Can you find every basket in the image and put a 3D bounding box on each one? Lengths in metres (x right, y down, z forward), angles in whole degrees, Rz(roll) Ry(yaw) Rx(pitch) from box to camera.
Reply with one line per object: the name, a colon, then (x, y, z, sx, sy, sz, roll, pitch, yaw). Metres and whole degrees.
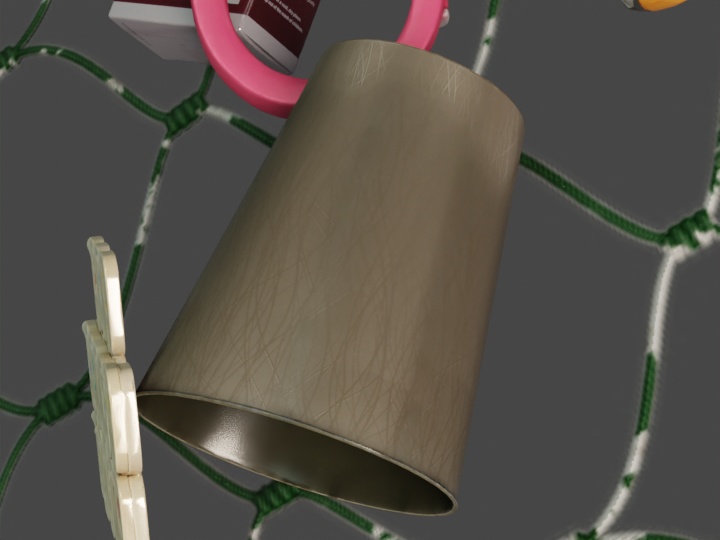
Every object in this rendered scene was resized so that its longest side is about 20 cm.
basket: (0.000, 0.000, 0.994, 0.179, 0.136, 0.201, 10, 71, 33)

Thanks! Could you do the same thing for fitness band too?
fitness band: (-0.027, -0.180, 1.106, 0.142, 0.037, 0.202, -9, 76, 2)

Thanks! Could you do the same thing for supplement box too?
supplement box: (-0.061, -0.222, 1.186, 0.108, 0.061, 0.202, 11, 76, 37)

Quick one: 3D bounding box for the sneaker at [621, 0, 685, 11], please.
sneaker: (0.144, -0.231, 1.028, 0.075, 0.092, 0.202, -9, 64, 30)

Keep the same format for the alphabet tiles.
alphabet tiles: (-0.124, 0.085, 1.010, 0.200, 0.014, 0.198, -150, 55, -78)
